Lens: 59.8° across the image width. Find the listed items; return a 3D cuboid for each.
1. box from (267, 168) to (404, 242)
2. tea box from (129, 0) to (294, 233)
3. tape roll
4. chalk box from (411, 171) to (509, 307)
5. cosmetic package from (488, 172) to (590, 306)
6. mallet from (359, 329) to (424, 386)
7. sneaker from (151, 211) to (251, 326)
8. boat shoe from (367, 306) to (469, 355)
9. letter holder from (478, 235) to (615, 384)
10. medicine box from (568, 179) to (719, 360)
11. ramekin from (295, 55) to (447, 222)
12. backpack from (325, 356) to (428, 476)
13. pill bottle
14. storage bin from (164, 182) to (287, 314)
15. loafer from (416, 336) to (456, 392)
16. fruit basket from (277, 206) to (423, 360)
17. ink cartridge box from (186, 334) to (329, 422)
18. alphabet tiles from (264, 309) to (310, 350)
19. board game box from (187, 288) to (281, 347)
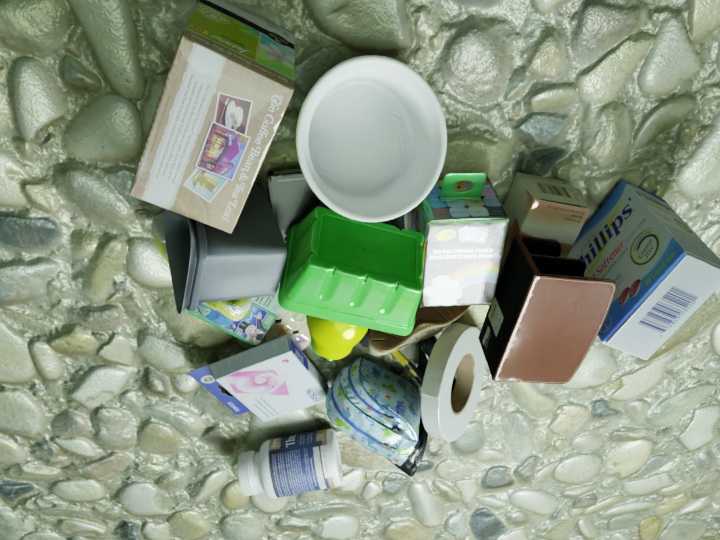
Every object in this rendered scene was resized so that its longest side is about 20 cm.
[{"bbox_3d":[-0.034,-0.073,0.931,0.195,0.044,0.164,-6,108,-8],"label":"box"},{"bbox_3d":[-0.175,-0.196,0.766,0.131,0.198,0.202,19,121,-20],"label":"tea box"},{"bbox_3d":[0.165,0.195,1.098,0.036,0.204,0.206,11,135,32],"label":"tape roll"},{"bbox_3d":[0.145,-0.063,0.949,0.121,0.125,0.203,-1,125,-5],"label":"chalk box"},{"bbox_3d":[0.269,-0.041,1.001,0.101,0.088,0.203,6,125,-12],"label":"cosmetic package"},{"bbox_3d":[0.082,0.153,1.109,0.199,0.041,0.066,39,117,-4],"label":"mallet"},{"bbox_3d":[-0.252,0.009,0.954,0.201,0.075,0.105,49,141,7],"label":"sneaker"},{"bbox_3d":[0.097,0.082,1.066,0.197,0.074,0.063,-23,162,-16],"label":"boat shoe"},{"bbox_3d":[0.283,0.065,0.961,0.139,0.101,0.203,5,124,-10],"label":"letter holder"},{"bbox_3d":[0.428,-0.003,0.977,0.101,0.202,0.184,18,122,-22],"label":"medicine box"},{"bbox_3d":[0.007,-0.172,0.829,0.196,0.098,0.205,-3,102,-13],"label":"ramekin"},{"bbox_3d":[0.033,0.254,1.152,0.196,0.164,0.156,20,121,1],"label":"backpack"},{"bbox_3d":[-0.138,0.387,1.246,0.195,0.112,0.113,-11,127,0],"label":"pill bottle"},{"bbox_3d":[-0.186,-0.038,0.850,0.132,0.202,0.147,2,130,-26],"label":"storage bin"},{"bbox_3d":[0.134,0.187,1.161,0.069,0.069,0.202,-25,129,2],"label":"loafer"},{"bbox_3d":[-0.019,0.028,0.889,0.210,0.158,0.217,4,149,2],"label":"fruit basket"},{"bbox_3d":[-0.177,0.209,1.127,0.196,0.044,0.197,-22,141,7],"label":"ink cartridge box"},{"bbox_3d":[-0.096,0.066,1.079,0.199,0.015,0.195,36,114,-27],"label":"alphabet tiles"},{"bbox_3d":[-0.181,0.021,1.014,0.133,0.029,0.201,29,119,-13],"label":"board game box"}]
